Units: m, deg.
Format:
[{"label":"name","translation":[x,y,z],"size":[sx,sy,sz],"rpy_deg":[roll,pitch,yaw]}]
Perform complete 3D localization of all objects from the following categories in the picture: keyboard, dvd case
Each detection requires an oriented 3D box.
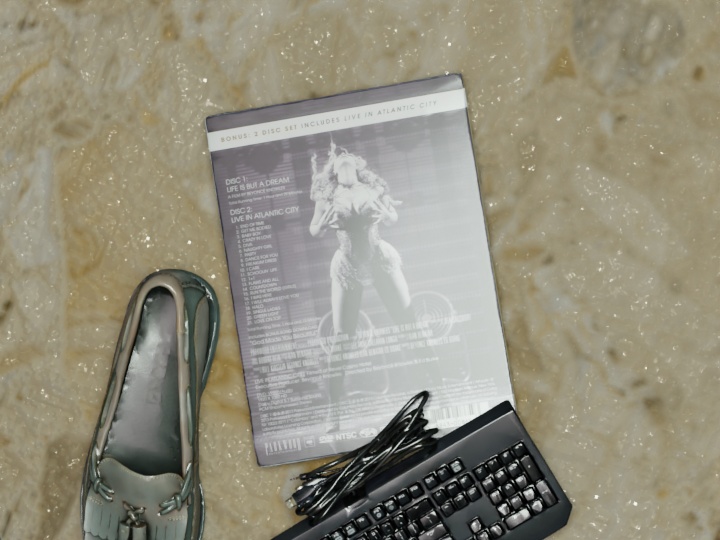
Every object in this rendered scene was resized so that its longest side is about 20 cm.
[{"label":"keyboard","translation":[0.008,0.144,1.284],"size":[0.200,0.040,0.104],"rpy_deg":[-32,91,5]},{"label":"dvd case","translation":[0.000,0.000,1.316],"size":[0.149,0.016,0.200],"rpy_deg":[-10,86,6]}]

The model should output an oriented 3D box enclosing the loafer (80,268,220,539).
[{"label":"loafer","translation":[-0.121,0.096,1.298],"size":[0.072,0.063,0.200],"rpy_deg":[6,86,7]}]
